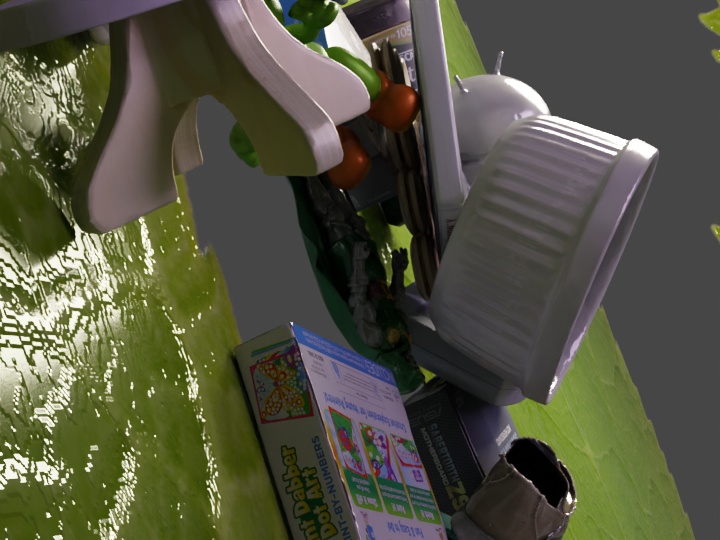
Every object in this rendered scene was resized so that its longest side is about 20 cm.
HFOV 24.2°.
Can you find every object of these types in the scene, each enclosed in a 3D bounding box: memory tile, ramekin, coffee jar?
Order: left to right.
[{"bbox_3d":[0.035,-0.149,1.519,0.202,0.103,0.085,66,-19,1],"label":"coffee jar"},{"bbox_3d":[0.040,-0.075,1.318,0.153,0.017,0.203,0,79,-83],"label":"memory tile"},{"bbox_3d":[0.128,-0.016,1.209,0.104,0.202,0.200,24,8,10],"label":"ramekin"}]

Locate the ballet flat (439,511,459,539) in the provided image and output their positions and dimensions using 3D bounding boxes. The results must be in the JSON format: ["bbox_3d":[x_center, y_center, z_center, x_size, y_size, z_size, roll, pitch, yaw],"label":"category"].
[{"bbox_3d":[0.097,0.225,1.186,0.199,0.064,0.076,28,6,-35],"label":"ballet flat"}]

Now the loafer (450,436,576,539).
[{"bbox_3d":[0.123,0.157,1.185,0.075,0.070,0.200,40,14,8],"label":"loafer"}]

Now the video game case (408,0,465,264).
[{"bbox_3d":[0.056,-0.114,1.262,0.182,0.023,0.202,77,6,-72],"label":"video game case"}]

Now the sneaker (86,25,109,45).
[{"bbox_3d":[-0.122,-0.190,1.009,0.075,0.081,0.201,60,11,-24],"label":"sneaker"}]

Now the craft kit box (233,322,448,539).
[{"bbox_3d":[0.004,0.145,1.032,0.199,0.048,0.200,68,13,19],"label":"craft kit box"}]

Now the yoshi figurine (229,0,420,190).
[{"bbox_3d":[-0.051,-0.136,1.141,0.199,0.111,0.113,35,55,-31],"label":"yoshi figurine"}]

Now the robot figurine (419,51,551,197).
[{"bbox_3d":[0.111,-0.078,1.424,0.170,0.112,0.202,-42,129,-56],"label":"robot figurine"}]

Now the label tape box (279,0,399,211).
[{"bbox_3d":[-0.038,-0.161,1.334,0.200,0.065,0.144,55,18,-47],"label":"label tape box"}]

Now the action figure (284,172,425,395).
[{"bbox_3d":[0.000,0.000,1.232,0.118,0.054,0.202,14,49,-59],"label":"action figure"}]

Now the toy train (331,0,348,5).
[{"bbox_3d":[-0.054,-0.252,1.084,0.199,0.085,0.114,33,16,-32],"label":"toy train"}]

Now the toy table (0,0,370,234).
[{"bbox_3d":[-0.085,-0.105,0.862,0.183,0.198,0.118,15,-55,63],"label":"toy table"}]

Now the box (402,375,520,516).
[{"bbox_3d":[0.096,0.160,1.349,0.159,0.051,0.200,67,14,1],"label":"box"}]

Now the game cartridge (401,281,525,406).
[{"bbox_3d":[0.083,0.058,1.352,0.132,0.041,0.200,24,10,9],"label":"game cartridge"}]
